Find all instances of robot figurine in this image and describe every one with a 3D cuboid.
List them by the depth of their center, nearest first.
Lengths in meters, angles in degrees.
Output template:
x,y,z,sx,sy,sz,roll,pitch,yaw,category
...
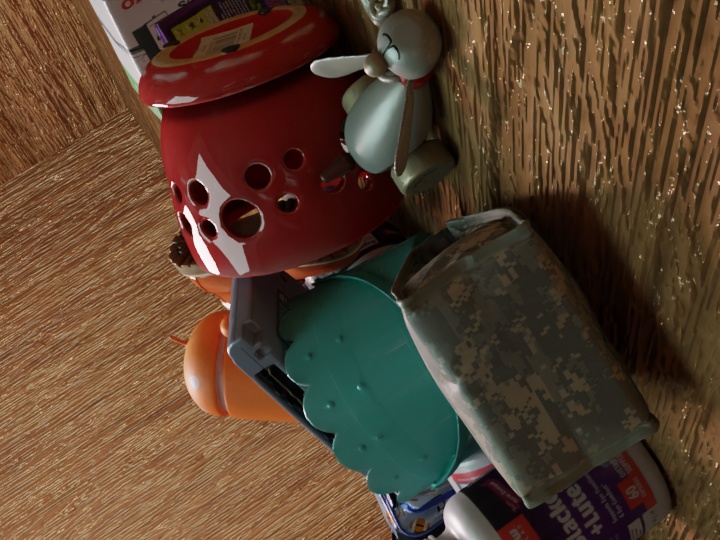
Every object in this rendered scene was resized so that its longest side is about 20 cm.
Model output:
x,y,z,sx,sy,sz,roll,pitch,yaw,category
-0.098,0.102,1.238,0.144,0.199,0.118,-8,-79,-81,robot figurine

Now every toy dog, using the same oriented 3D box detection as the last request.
x,y,z,sx,sy,sz,roll,pitch,yaw,category
0.008,-0.116,0.856,0.132,0.096,0.200,50,169,34,toy dog

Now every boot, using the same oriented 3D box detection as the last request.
x,y,z,sx,sy,sz,roll,pitch,yaw,category
-0.074,-0.007,1.136,0.107,0.199,0.075,55,-141,-43,boot

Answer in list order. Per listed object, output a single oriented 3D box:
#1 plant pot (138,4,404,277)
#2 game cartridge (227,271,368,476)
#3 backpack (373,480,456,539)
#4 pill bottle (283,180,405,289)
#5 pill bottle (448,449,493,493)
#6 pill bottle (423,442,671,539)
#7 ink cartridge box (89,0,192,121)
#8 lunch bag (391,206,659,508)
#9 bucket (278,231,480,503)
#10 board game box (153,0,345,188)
x,y,z,sx,sy,sz,roll,pitch,yaw,category
-0.077,-0.118,1.003,0.200,0.199,0.183,39,149,62,plant pot
-0.043,0.079,1.038,0.200,0.041,0.134,46,-153,-30,game cartridge
0.078,0.176,1.233,0.191,0.199,0.154,58,169,38,backpack
0.000,0.000,1.195,0.200,0.111,0.112,50,168,39,pill bottle
0.165,0.217,1.091,0.201,0.119,0.120,58,171,-14,pill bottle
0.136,0.203,0.934,0.112,0.199,0.111,54,170,13,pill bottle
-0.194,-0.273,1.231,0.083,0.146,0.200,49,169,30,ink cartridge box
0.104,0.046,0.819,0.165,0.117,0.200,57,-178,-7,lunch bag
0.043,0.076,0.997,0.207,0.134,0.208,47,-158,-25,bucket
-0.095,-0.176,1.120,0.201,0.120,0.032,61,171,-18,board game box
